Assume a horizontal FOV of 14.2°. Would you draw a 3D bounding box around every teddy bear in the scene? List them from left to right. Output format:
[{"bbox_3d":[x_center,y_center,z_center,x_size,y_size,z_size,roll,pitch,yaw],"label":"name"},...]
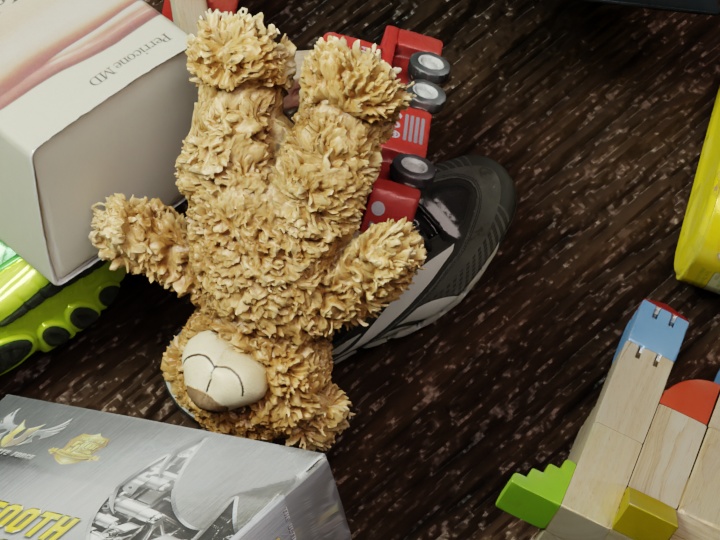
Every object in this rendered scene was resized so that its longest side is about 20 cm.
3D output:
[{"bbox_3d":[-0.042,-0.013,1.243,0.144,0.201,0.067,27,22,-3],"label":"teddy bear"}]

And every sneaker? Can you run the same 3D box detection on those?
[{"bbox_3d":[-0.205,0.020,1.329,0.199,0.074,0.084,-26,49,-16],"label":"sneaker"},{"bbox_3d":[0.000,0.000,1.356,0.200,0.091,0.067,-32,78,-21],"label":"sneaker"}]

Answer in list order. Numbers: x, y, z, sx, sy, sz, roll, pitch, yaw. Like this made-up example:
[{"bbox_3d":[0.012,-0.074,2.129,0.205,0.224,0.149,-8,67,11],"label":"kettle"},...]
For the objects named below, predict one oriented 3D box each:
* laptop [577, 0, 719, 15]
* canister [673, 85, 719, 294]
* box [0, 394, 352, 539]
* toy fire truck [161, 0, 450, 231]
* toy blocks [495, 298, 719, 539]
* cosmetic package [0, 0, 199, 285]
[{"bbox_3d":[0.095,-0.238,1.370,0.176,0.103,0.201,4,109,-24],"label":"laptop"},{"bbox_3d":[0.267,-0.030,1.425,0.199,0.087,0.149,18,66,-2],"label":"canister"},{"bbox_3d":[-0.127,0.123,1.207,0.158,0.199,0.049,-40,124,-37],"label":"box"},{"bbox_3d":[-0.032,-0.085,1.355,0.140,0.049,0.200,15,35,-4],"label":"toy fire truck"},{"bbox_3d":[0.175,0.101,1.359,0.199,0.100,0.137,26,55,0],"label":"toy blocks"},{"bbox_3d":[-0.167,-0.097,1.322,0.103,0.088,0.200,-36,54,-26],"label":"cosmetic package"}]
